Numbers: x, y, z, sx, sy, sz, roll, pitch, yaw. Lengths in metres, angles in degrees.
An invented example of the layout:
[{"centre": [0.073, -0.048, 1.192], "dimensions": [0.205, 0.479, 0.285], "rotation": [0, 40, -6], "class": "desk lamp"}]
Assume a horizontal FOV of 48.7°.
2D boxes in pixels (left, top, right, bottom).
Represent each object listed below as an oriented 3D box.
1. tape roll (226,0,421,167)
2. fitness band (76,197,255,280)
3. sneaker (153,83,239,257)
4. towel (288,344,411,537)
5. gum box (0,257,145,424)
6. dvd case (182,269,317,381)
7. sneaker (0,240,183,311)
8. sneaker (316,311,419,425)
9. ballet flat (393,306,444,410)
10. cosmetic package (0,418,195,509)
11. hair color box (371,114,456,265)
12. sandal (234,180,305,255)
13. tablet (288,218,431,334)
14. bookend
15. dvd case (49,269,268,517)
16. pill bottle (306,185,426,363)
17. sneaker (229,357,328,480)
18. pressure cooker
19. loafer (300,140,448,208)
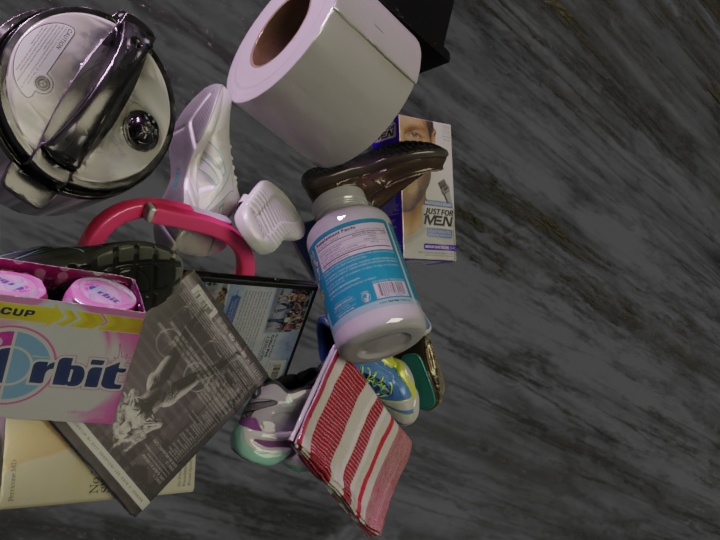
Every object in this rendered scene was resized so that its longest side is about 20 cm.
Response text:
[{"centre": [-0.046, -0.245, 0.951], "dimensions": [0.139, 0.202, 0.204], "rotation": [34, 64, -33], "class": "tape roll"}, {"centre": [-0.204, 0.000, 0.849], "dimensions": [0.199, 0.037, 0.145], "rotation": [13, 107, -41], "class": "fitness band"}, {"centre": [-0.177, -0.112, 0.915], "dimensions": [0.080, 0.070, 0.202], "rotation": [18, 81, -44], "class": "sneaker"}, {"centre": [-0.004, 0.207, 0.959], "dimensions": [0.201, 0.023, 0.145], "rotation": [56, 42, -33], "class": "towel"}, {"centre": [-0.292, 0.055, 0.653], "dimensions": [0.198, 0.066, 0.114], "rotation": [10, 112, -31], "class": "gum box"}, {"centre": [-0.150, 0.071, 0.899], "dimensions": [0.199, 0.018, 0.144], "rotation": [6, 112, -40], "class": "dvd case"}, {"centre": [-0.265, -0.001, 0.747], "dimensions": [0.199, 0.079, 0.076], "rotation": [-7, 117, -37], "class": "sneaker"}, {"centre": [-0.001, 0.128, 1.029], "dimensions": [0.105, 0.075, 0.201], "rotation": [-33, 96, -48], "class": "sneaker"}, {"centre": [0.073, 0.099, 1.119], "dimensions": [0.075, 0.067, 0.202], "rotation": [-52, 126, -57], "class": "ballet flat"}, {"centre": [-0.267, 0.174, 0.795], "dimensions": [0.199, 0.071, 0.106], "rotation": [5, 83, -41], "class": "cosmetic package"}, {"centre": [0.077, -0.111, 1.137], "dimensions": [0.109, 0.065, 0.202], "rotation": [1, 83, -40], "class": "hair color box"}, {"centre": [-0.116, -0.058, 0.927], "dimensions": [0.083, 0.050, 0.203], "rotation": [59, 12, -3], "class": "sandal"}, {"centre": [-0.003, 0.013, 1.025], "dimensions": [0.129, 0.014, 0.201], "rotation": [-19, 70, -37], "class": "tablet"}, {"centre": [0.050, -0.419, 1.125], "dimensions": [0.198, 0.092, 0.202], "rotation": [29, 66, -38], "class": "bookend"}, {"centre": [-0.198, 0.120, 0.797], "dimensions": [0.200, 0.016, 0.149], "rotation": [-46, 116, -31], "class": "dvd case"}, {"centre": [0.000, 0.000, 0.954], "dimensions": [0.110, 0.111, 0.202], "rotation": [6, 56, -41], "class": "pill bottle"}, {"centre": [-0.050, 0.176, 0.966], "dimensions": [0.199, 0.077, 0.141], "rotation": [24, 84, -38], "class": "sneaker"}, {"centre": [-0.270, -0.148, 0.742], "dimensions": [0.178, 0.199, 0.178], "rotation": [-14, 95, -41], "class": "pressure cooker"}, {"centre": [0.022, -0.120, 1.052], "dimensions": [0.198, 0.073, 0.072], "rotation": [-15, 111, -5], "class": "loafer"}]
